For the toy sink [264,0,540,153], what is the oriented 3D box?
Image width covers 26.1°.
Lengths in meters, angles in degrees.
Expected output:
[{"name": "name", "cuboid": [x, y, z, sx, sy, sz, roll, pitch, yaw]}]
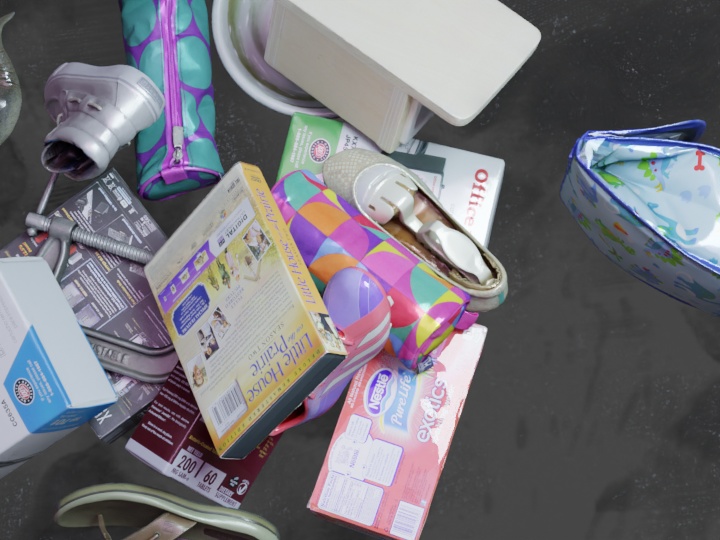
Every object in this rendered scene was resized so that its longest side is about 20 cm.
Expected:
[{"name": "toy sink", "cuboid": [0.035, -0.193, 1.360, 0.200, 0.112, 0.130, 36, 61, 10]}]

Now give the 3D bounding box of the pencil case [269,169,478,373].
[{"name": "pencil case", "cuboid": [0.000, 0.000, 1.312, 0.200, 0.088, 0.088, 39, 81, 10]}]

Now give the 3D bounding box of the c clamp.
[{"name": "c clamp", "cuboid": [-0.217, 0.004, 1.379, 0.200, 0.027, 0.171, 23, 79, 6]}]

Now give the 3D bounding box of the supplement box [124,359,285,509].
[{"name": "supplement box", "cuboid": [-0.105, 0.100, 1.361, 0.061, 0.109, 0.200, 24, 80, 41]}]

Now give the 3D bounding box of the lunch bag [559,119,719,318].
[{"name": "lunch bag", "cuboid": [0.274, -0.052, 1.365, 0.200, 0.170, 0.127, 23, 80, 7]}]

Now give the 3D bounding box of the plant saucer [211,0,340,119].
[{"name": "plant saucer", "cuboid": [-0.039, -0.233, 1.465, 0.200, 0.050, 0.200, 0, 78, 0]}]

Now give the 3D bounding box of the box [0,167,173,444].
[{"name": "box", "cuboid": [-0.227, 0.032, 1.413, 0.158, 0.050, 0.200, -38, 81, -6]}]

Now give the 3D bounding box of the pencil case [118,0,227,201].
[{"name": "pencil case", "cuboid": [-0.173, -0.168, 1.430, 0.085, 0.092, 0.200, -5, 80, -10]}]

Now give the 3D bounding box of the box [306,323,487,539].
[{"name": "box", "cuboid": [0.033, 0.134, 1.367, 0.103, 0.095, 0.200, 18, 79, 4]}]

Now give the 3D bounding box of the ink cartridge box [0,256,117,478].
[{"name": "ink cartridge box", "cuboid": [-0.333, 0.101, 1.344, 0.200, 0.086, 0.146, -33, 79, 18]}]

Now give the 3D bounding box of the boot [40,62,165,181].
[{"name": "boot", "cuboid": [-0.254, -0.129, 1.374, 0.074, 0.200, 0.096, 49, 68, -23]}]

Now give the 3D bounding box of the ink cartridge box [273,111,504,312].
[{"name": "ink cartridge box", "cuboid": [0.020, -0.047, 1.410, 0.200, 0.083, 0.147, 13, 79, 2]}]

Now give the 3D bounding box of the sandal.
[{"name": "sandal", "cuboid": [-0.171, 0.230, 1.353, 0.201, 0.080, 0.057, 11, 62, 2]}]

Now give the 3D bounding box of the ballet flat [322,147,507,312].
[{"name": "ballet flat", "cuboid": [0.052, -0.044, 1.335, 0.200, 0.062, 0.067, 39, 77, 7]}]

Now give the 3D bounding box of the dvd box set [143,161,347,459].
[{"name": "dvd box set", "cuboid": [-0.098, 0.032, 1.271, 0.146, 0.029, 0.200, -46, 54, 29]}]

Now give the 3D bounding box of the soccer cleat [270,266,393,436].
[{"name": "soccer cleat", "cuboid": [-0.031, 0.071, 1.273, 0.067, 0.200, 0.076, 42, 53, 8]}]

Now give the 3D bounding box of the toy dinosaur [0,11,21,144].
[{"name": "toy dinosaur", "cuboid": [-0.364, -0.144, 1.449, 0.102, 0.077, 0.200, 32, 75, -5]}]
